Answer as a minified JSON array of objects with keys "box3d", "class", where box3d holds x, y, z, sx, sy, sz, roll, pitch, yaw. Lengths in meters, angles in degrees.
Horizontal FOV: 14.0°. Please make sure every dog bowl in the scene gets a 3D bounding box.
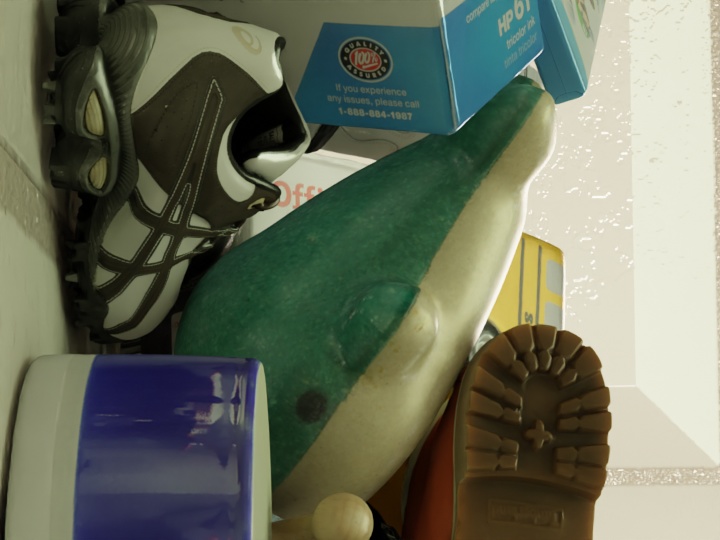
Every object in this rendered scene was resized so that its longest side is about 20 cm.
[{"box3d":[-0.072,0.128,0.996,0.200,0.079,0.201,-1,90,-90],"class":"dog bowl"}]

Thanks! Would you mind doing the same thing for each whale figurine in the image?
[{"box3d":[0.000,0.000,1.158,0.200,0.104,0.159,-58,-175,8],"class":"whale figurine"}]

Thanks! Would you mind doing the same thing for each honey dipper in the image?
[{"box3d":[-0.047,0.109,1.145,0.200,0.038,0.038,-18,-110,60],"class":"honey dipper"}]

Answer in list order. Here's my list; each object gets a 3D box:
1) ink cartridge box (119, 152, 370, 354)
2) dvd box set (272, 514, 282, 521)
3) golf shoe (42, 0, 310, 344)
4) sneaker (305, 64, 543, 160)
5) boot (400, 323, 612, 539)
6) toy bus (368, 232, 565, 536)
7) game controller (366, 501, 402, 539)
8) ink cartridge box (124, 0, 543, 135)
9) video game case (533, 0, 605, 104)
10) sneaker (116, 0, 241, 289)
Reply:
[{"box3d":[-0.034,0.052,1.349,0.145,0.084,0.200,9,78,-50],"class":"ink cartridge box"},{"box3d":[-0.008,0.107,1.274,0.146,0.029,0.200,-39,110,-46],"class":"dvd box set"},{"box3d":[-0.066,-0.030,1.098,0.200,0.094,0.078,92,-3,-64],"class":"golf shoe"},{"box3d":[0.032,-0.114,1.227,0.200,0.115,0.075,113,-9,-47],"class":"sneaker"},{"box3d":[0.047,0.129,1.146,0.107,0.075,0.200,142,-39,-68],"class":"boot"},{"box3d":[0.043,0.083,1.264,0.078,0.065,0.200,21,65,-47],"class":"toy bus"},{"box3d":[-0.009,0.146,1.119,0.200,0.042,0.105,-144,-114,-83],"class":"game controller"},{"box3d":[-0.021,-0.162,1.094,0.085,0.144,0.200,-43,131,-47],"class":"ink cartridge box"},{"box3d":[0.073,-0.168,1.244,0.200,0.018,0.143,-69,140,-66],"class":"video game case"},{"box3d":[-0.073,-0.089,1.219,0.114,0.076,0.200,-139,-127,-82],"class":"sneaker"}]
